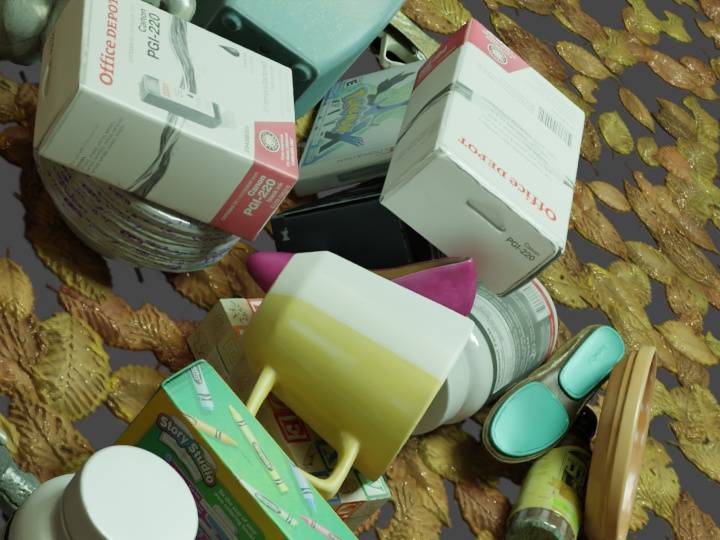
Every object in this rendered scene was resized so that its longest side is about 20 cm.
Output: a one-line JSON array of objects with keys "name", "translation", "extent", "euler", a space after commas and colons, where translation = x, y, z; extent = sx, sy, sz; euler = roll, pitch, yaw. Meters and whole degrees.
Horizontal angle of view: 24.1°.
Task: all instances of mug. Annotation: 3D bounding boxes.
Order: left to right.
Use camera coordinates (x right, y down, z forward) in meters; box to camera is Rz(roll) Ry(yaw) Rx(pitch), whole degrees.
[{"name": "mug", "translation": [-0.015, 0.069, 1.319], "extent": [0.152, 0.150, 0.187], "euler": [34, 22, 1]}]

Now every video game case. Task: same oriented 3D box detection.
[{"name": "video game case", "translation": [0.034, -0.152, 1.679], "extent": [0.201, 0.181, 0.022], "euler": [-74, 146, -54]}]

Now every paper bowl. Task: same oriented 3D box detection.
[{"name": "paper bowl", "translation": [-0.186, -0.083, 1.444], "extent": [0.199, 0.104, 0.202], "euler": [26, 39, -23]}]

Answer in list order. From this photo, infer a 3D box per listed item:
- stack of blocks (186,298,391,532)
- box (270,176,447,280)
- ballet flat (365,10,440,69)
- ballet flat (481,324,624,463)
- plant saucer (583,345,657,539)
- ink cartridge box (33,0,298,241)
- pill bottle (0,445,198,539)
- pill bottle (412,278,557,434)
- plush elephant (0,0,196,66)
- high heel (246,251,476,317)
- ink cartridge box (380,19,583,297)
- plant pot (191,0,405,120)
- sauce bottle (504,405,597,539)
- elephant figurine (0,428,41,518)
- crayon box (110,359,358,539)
[{"name": "stack of blocks", "translation": [-0.050, 0.120, 1.404], "extent": [0.114, 0.059, 0.201], "euler": [1, 52, -44]}, {"name": "box", "translation": [0.038, -0.032, 1.550], "extent": [0.199, 0.147, 0.105], "euler": [-24, 101, -51]}, {"name": "ballet flat", "translation": [0.024, -0.261, 1.876], "extent": [0.199, 0.071, 0.071], "euler": [38, 35, -7]}, {"name": "ballet flat", "translation": [0.170, 0.121, 1.573], "extent": [0.068, 0.072, 0.200], "euler": [49, 56, -2]}, {"name": "plant saucer", "translation": [0.238, 0.167, 1.549], "extent": [0.037, 0.202, 0.201], "euler": [10, 33, 14]}, {"name": "ink cartridge box", "translation": [-0.155, -0.131, 1.364], "extent": [0.198, 0.085, 0.147], "euler": [20, 40, -25]}, {"name": "pill bottle", "translation": [-0.186, 0.199, 1.065], "extent": [0.110, 0.200, 0.112], "euler": [26, 38, -22]}, {"name": "pill bottle", "translation": [0.090, 0.073, 1.543], "extent": [0.114, 0.114, 0.199], "euler": [50, 36, 10]}, {"name": "plush elephant", "translation": [-0.270, -0.233, 1.496], "extent": [0.163, 0.156, 0.200], "euler": [16, -18, 30]}, {"name": "high heel", "translation": [0.000, 0.000, 1.410], "extent": [0.198, 0.097, 0.067], "euler": [24, 32, 16]}, {"name": "ink cartridge box", "translation": [0.110, -0.098, 1.454], "extent": [0.145, 0.085, 0.201], "euler": [37, 37, -17]}, {"name": "plant pot", "translation": [-0.076, -0.263, 1.676], "extent": [0.195, 0.196, 0.201], "euler": [35, 51, -11]}, {"name": "sauce bottle", "translation": [0.181, 0.193, 1.550], "extent": [0.065, 0.065, 0.200], "euler": [37, 36, -7]}, {"name": "elephant figurine", "translation": [-0.303, 0.100, 1.131], "extent": [0.154, 0.141, 0.202], "euler": [-23, 85, -23]}, {"name": "crayon box", "translation": [-0.097, 0.181, 1.242], "extent": [0.200, 0.119, 0.058], "euler": [49, 35, 8]}]
